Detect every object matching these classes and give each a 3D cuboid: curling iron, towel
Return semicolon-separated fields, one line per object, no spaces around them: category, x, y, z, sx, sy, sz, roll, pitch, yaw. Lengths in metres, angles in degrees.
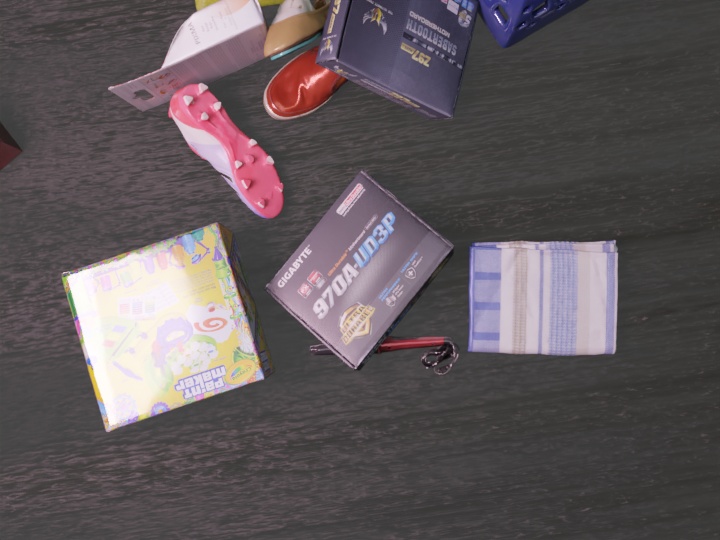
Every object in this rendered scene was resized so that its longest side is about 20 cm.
curling iron;0.032;0.106;1.012;0.196;0.026;0.051;3;84;1
towel;0.238;0.035;1.017;0.196;0.024;0.150;0;89;2

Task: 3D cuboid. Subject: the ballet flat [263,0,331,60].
ballet flat;-0.071;-0.310;0.960;0.068;0.200;0.064;-13;110;30

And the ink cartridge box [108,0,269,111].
ink cartridge box;-0.206;-0.267;0.965;0.197;0.162;0.051;-22;93;0

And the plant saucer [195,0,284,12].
plant saucer;-0.135;-0.458;1.030;0.196;0.048;0.204;-7;87;0

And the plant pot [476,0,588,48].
plant pot;0.221;-0.429;0.961;0.198;0.180;0.202;-31;88;-1

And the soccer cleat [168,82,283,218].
soccer cleat;-0.173;-0.151;1.015;0.201;0.076;0.067;52;58;-13

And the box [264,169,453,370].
box;0.000;0.000;0.996;0.158;0.046;0.201;40;88;12

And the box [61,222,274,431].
box;-0.231;0.069;0.968;0.197;0.122;0.196;-17;87;-1

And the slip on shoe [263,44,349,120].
slip on shoe;-0.041;-0.266;1.014;0.198;0.061;0.075;-30;89;0

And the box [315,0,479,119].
box;0.051;-0.296;0.968;0.198;0.051;0.161;17;86;-36

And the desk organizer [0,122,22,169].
desk organizer;-0.543;-0.123;1.001;0.199;0.077;0.072;-41;88;-2
